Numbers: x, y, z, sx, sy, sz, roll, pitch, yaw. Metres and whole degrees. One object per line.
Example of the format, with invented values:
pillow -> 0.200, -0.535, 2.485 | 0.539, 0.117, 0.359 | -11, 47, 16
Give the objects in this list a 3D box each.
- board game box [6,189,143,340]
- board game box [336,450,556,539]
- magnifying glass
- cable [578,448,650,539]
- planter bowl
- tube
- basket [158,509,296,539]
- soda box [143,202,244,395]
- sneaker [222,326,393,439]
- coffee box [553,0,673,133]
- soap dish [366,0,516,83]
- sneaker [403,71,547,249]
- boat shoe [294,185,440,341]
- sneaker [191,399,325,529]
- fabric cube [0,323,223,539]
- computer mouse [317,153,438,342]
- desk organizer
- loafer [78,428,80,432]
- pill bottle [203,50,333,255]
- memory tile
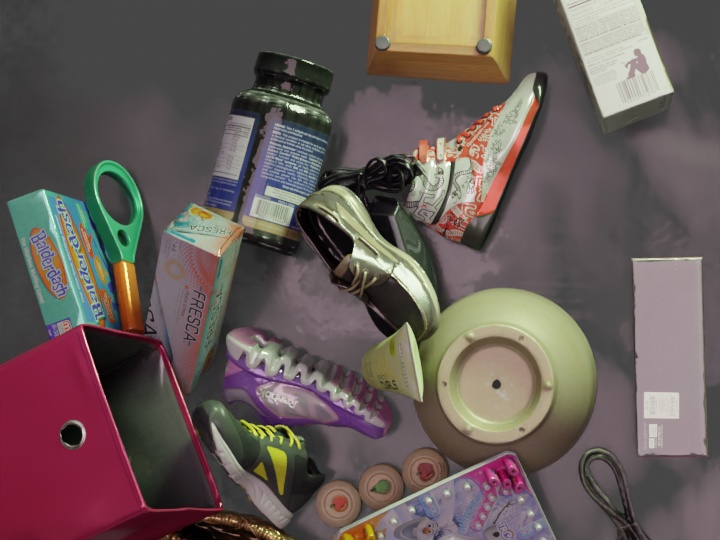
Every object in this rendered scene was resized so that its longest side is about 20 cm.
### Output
board game box -> -0.298, 0.001, 1.706 | 0.045, 0.200, 0.153 | -19, 85, 7
board game box -> 0.103, 0.303, 1.649 | 0.199, 0.026, 0.201 | -25, 118, 2
magnifying glass -> -0.258, -0.026, 1.745 | 0.022, 0.079, 0.201 | -22, 66, 28
cable -> 0.283, 0.282, 1.672 | 0.096, 0.050, 0.202 | -10, 86, 7
planter bowl -> 0.144, 0.116, 1.662 | 0.199, 0.135, 0.202 | -1, 86, 8
tube -> 0.037, 0.094, 1.635 | 0.058, 0.200, 0.052 | 39, 82, -4
basket -> -0.129, 0.335, 1.686 | 0.199, 0.149, 0.143 | 27, 91, 10
soda box -> -0.180, 0.032, 1.701 | 0.068, 0.064, 0.201 | 24, 127, 10
sneaker -> -0.063, 0.138, 1.727 | 0.199, 0.080, 0.089 | 24, 104, 7
coffee box -> 0.253, -0.255, 1.677 | 0.079, 0.113, 0.201 | -20, 83, 7
soap dish -> 0.088, -0.306, 1.722 | 0.156, 0.081, 0.202 | 5, 89, 9
sneaker -> 0.118, -0.133, 1.714 | 0.107, 0.067, 0.203 | 24, 93, 7
boat shoe -> 0.000, 0.000, 1.665 | 0.200, 0.073, 0.075 | 48, 130, 20
sneaker -> -0.105, 0.185, 1.683 | 0.084, 0.200, 0.074 | -39, 46, -7
fabric cube -> -0.288, 0.188, 1.611 | 0.198, 0.200, 0.197 | -25, 75, 12
computer mouse -> 0.038, -0.023, 1.712 | 0.138, 0.053, 0.201 | -11, 96, 43
desk organizer -> 0.318, 0.090, 1.664 | 0.071, 0.077, 0.202 | -1, 86, 9
loafer -> -0.253, 0.193, 1.753 | 0.067, 0.076, 0.201 | -31, 78, -6
pill bottle -> -0.095, -0.126, 1.725 | 0.111, 0.112, 0.201 | 16, 89, 9
memory tile -> 0.046, 0.303, 1.720 | 0.152, 0.017, 0.201 | -19, 84, 2
